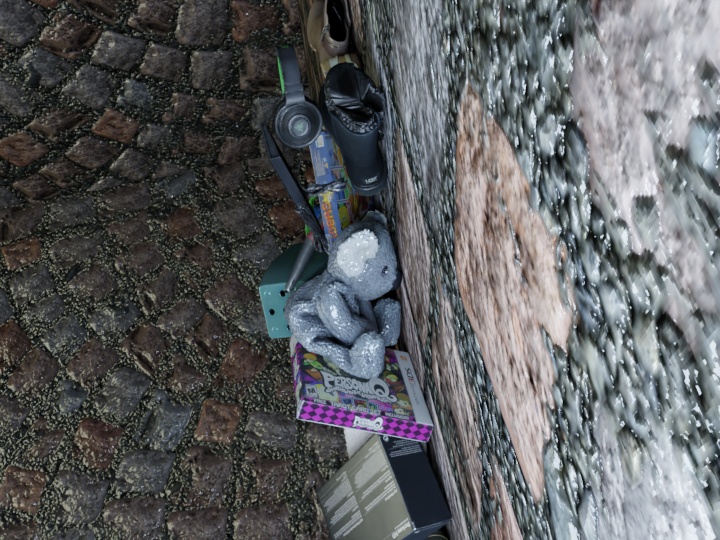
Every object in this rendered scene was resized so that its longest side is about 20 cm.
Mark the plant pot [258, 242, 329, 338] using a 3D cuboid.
[{"bbox_3d":[-0.089,0.038,1.238,0.200,0.137,0.146,-36,-63,-64],"label":"plant pot"}]

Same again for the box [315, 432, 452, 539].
[{"bbox_3d":[0.027,0.342,1.032,0.201,0.077,0.144,-51,48,39],"label":"box"}]

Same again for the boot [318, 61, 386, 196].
[{"bbox_3d":[-0.014,-0.222,0.946,0.169,0.074,0.205,80,172,-65],"label":"boot"}]

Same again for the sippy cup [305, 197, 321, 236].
[{"bbox_3d":[-0.053,-0.076,1.540,0.141,0.126,0.183,-98,3,-61],"label":"sippy cup"}]

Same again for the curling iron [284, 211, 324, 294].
[{"bbox_3d":[-0.074,-0.040,1.137,0.050,0.025,0.203,68,-146,-40],"label":"curling iron"}]

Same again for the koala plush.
[{"bbox_3d":[-0.011,0.016,1.049,0.178,0.179,0.205,-52,-18,-67],"label":"koala plush"}]

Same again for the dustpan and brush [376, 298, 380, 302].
[{"bbox_3d":[0.033,0.141,1.368,0.141,0.056,0.205,78,177,-60],"label":"dustpan and brush"}]

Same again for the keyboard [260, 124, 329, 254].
[{"bbox_3d":[-0.085,-0.096,0.973,0.129,0.020,0.201,64,-178,36],"label":"keyboard"}]

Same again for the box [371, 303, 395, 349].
[{"bbox_3d":[0.022,0.182,1.211,0.159,0.049,0.205,74,-158,-63],"label":"box"}]

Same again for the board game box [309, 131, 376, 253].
[{"bbox_3d":[-0.022,-0.127,1.178,0.134,0.034,0.207,-18,-80,-60],"label":"board game box"}]

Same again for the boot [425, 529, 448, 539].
[{"bbox_3d":[0.110,0.462,1.086,0.139,0.075,0.206,-99,12,-72],"label":"boot"}]

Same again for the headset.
[{"bbox_3d":[-0.074,-0.205,0.971,0.124,0.091,0.206,-130,31,-78],"label":"headset"}]

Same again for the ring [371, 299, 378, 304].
[{"bbox_3d":[0.000,0.000,1.258,0.199,0.019,0.207,-5,-90,-67],"label":"ring"}]

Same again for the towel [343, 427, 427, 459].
[{"bbox_3d":[0.045,0.310,1.126,0.035,0.128,0.204,-80,-15,-52],"label":"towel"}]

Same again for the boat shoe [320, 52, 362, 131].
[{"bbox_3d":[-0.023,-0.228,1.103,0.072,0.074,0.206,-120,19,-77],"label":"boat shoe"}]

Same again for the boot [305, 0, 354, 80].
[{"bbox_3d":[-0.047,-0.401,1.158,0.147,0.068,0.206,107,152,-69],"label":"boot"}]

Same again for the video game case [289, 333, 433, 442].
[{"bbox_3d":[-0.004,0.165,1.037,0.182,0.194,0.037,-106,34,-61],"label":"video game case"}]
